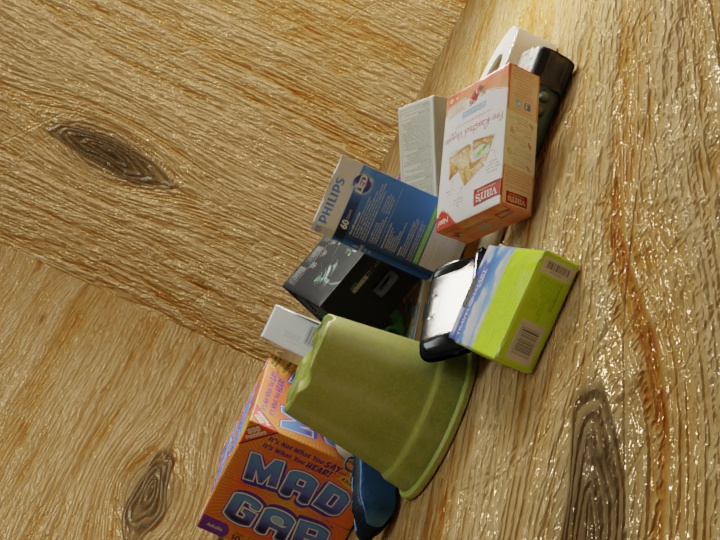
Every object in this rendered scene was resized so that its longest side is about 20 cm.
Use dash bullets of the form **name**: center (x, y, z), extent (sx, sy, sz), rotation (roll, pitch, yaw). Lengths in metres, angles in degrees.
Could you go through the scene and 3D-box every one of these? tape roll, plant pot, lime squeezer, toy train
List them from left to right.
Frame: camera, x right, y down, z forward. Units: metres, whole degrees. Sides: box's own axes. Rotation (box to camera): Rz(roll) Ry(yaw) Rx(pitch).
- **plant pot**: center (0.014, 0.148, 1.559), extent (0.200, 0.184, 0.201), rotation (-156, 90, -84)
- **lime squeezer**: center (0.030, 0.089, 1.806), extent (0.200, 0.070, 0.038), rotation (-92, -18, -56)
- **tape roll**: center (0.223, -0.270, 1.981), extent (0.202, 0.071, 0.203), rotation (-155, 90, -85)
- **toy train**: center (0.219, -0.211, 1.755), extent (0.201, 0.085, 0.114), rotation (-67, 16, -14)

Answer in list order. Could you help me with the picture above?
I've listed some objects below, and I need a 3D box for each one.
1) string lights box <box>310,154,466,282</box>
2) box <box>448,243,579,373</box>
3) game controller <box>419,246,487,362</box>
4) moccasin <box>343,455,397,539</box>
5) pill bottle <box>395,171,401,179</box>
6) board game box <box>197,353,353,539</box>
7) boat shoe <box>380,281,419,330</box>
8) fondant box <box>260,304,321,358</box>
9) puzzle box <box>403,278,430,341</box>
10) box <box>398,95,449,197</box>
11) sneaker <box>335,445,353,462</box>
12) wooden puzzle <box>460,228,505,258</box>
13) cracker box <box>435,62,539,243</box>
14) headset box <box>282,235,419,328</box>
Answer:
- **string lights box**: center (0.044, -0.065, 1.735), extent (0.059, 0.199, 0.103), rotation (123, 171, -80)
- **box**: center (0.157, 0.037, 1.366), extent (0.122, 0.048, 0.200), rotation (-65, 10, -1)
- **game controller**: center (0.124, 0.040, 1.547), extent (0.104, 0.042, 0.200), rotation (-27, 23, 23)
- **moccasin**: center (0.011, 0.259, 1.656), extent (0.200, 0.080, 0.068), rotation (-72, 4, -54)
- **pill bottle**: center (0.115, -0.138, 2.200), extent (0.200, 0.112, 0.113), rotation (124, 169, -61)
- **board game box**: center (-0.095, 0.284, 1.893), extent (0.200, 0.199, 0.200), rotation (-78, 14, -65)
- **boat shoe**: center (0.068, 0.087, 1.917), extent (0.076, 0.074, 0.201), rotation (31, -108, -53)
- **fondant box**: center (-0.043, 0.120, 1.990), extent (0.058, 0.144, 0.200), rotation (-65, -26, -2)
- **puzzle box**: center (0.070, 0.113, 1.791), extent (0.133, 0.025, 0.201), rotation (117, 166, -68)
- **box**: center (0.114, -0.149, 1.917), extent (0.095, 0.078, 0.201), rotation (-10, 80, 54)
- **sneaker**: center (0.016, 0.163, 1.802), extent (0.089, 0.075, 0.201), rotation (130, 151, -49)
- **wooden puzzle**: center (0.140, -0.003, 1.785), extent (0.200, 0.037, 0.185), rotation (126, 168, -61)
- **cracker box**: center (0.164, -0.149, 1.667), extent (0.134, 0.058, 0.201), rotation (-25, 54, 52)
- **headset box**: center (0.000, 0.000, 1.852), extent (0.174, 0.093, 0.200), rotation (-50, 20, -7)
